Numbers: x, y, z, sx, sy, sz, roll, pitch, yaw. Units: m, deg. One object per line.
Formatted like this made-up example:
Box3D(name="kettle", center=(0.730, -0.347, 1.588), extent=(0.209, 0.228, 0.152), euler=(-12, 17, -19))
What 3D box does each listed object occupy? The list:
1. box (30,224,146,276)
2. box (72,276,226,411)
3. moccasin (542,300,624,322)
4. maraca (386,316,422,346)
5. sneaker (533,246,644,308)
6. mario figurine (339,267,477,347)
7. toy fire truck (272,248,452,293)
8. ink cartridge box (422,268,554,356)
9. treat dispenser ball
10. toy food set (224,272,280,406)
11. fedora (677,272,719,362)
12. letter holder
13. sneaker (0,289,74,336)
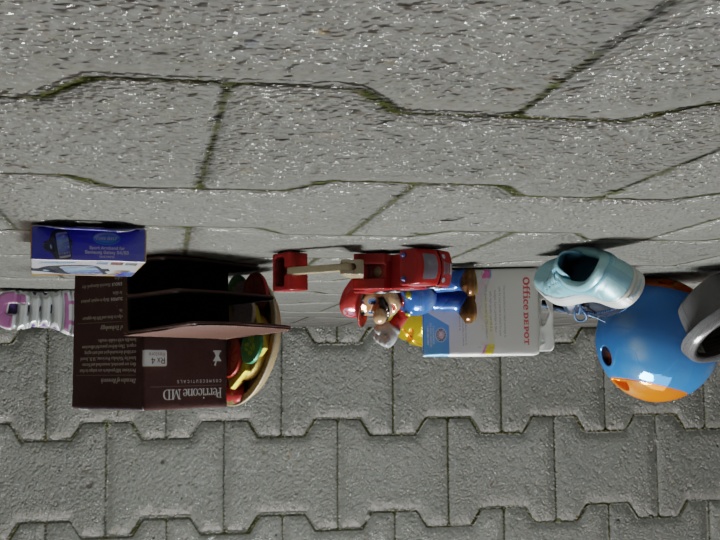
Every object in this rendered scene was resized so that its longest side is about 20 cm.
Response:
Box3D(name="box", center=(-0.300, -0.020, 1.192), extent=(0.117, 0.042, 0.200), euler=(1, 176, -16))
Box3D(name="box", center=(-0.304, 0.100, 1.584), extent=(0.163, 0.203, 0.165), euler=(-5, 173, 39))
Box3D(name="moccasin", center=(0.334, 0.045, 1.682), extent=(0.068, 0.082, 0.199), euler=(-11, 179, -30))
Box3D(name="maraca", center=(0.133, 0.073, 1.823), extent=(0.197, 0.109, 0.137), euler=(-3, 173, 21))
Box3D(name="sneaker", center=(0.268, -0.003, 1.369), extent=(0.082, 0.074, 0.199), euler=(35, 165, -22))
Box3D(name="mario figurine", center=(0.068, 0.051, 1.556), extent=(0.197, 0.125, 0.106), euler=(-3, -176, 2))
Box3D(name="toy fire truck", center=(0.000, 0.000, 1.371), extent=(0.198, 0.049, 0.140), euler=(-6, 172, 43))
Box3D(name="ink cartridge box", center=(0.193, 0.067, 1.661), extent=(0.197, 0.130, 0.125), euler=(0, 175, 4))
Box3D(name="treat dispenser ball", center=(0.486, 0.113, 1.788), extent=(0.198, 0.204, 0.201), euler=(-1, 175, 0))
Box3D(name="toy food set", center=(-0.183, 0.102, 1.638), extent=(0.048, 0.201, 0.198), euler=(16, 128, -33))
Box3D(name="fedora", center=(0.561, 0.058, 1.649), extent=(0.198, 0.091, 0.178), euler=(-16, 148, -10))
Box3D(name="letter holder", center=(-0.200, 0.036, 1.468), extent=(0.141, 0.102, 0.199), euler=(-7, 172, 35))
Box3D(name="sneaker", center=(-0.557, 0.071, 1.951), extent=(0.198, 0.082, 0.088), euler=(7, 179, -21))
